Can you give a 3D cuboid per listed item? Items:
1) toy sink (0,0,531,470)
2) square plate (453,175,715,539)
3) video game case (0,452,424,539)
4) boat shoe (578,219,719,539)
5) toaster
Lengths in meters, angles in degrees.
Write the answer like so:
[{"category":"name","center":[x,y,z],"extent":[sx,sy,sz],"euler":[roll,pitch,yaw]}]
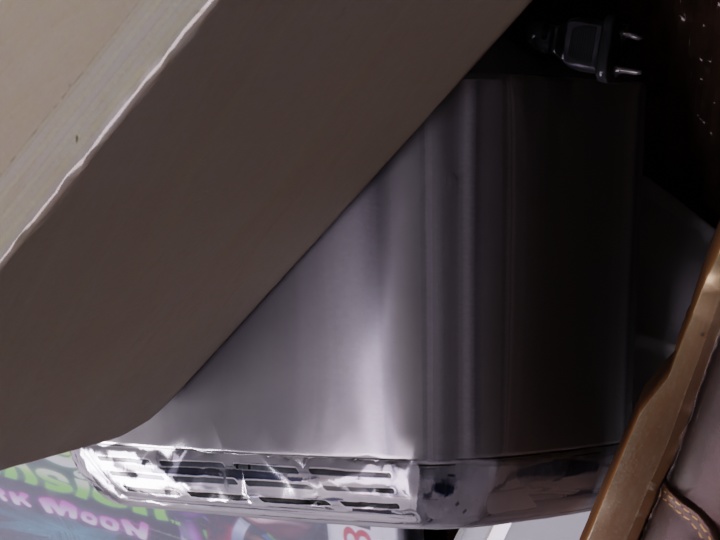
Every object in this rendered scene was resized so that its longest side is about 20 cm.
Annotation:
[{"category":"toy sink","center":[-0.067,-0.054,0.642],"extent":[0.112,0.130,0.200],"euler":[53,123,18]},{"category":"square plate","center":[0.095,0.107,0.757],"extent":[0.200,0.028,0.198],"euler":[41,120,34]},{"category":"video game case","center":[-0.073,0.071,0.948],"extent":[0.200,0.023,0.182],"euler":[15,139,18]},{"category":"boat shoe","center":[0.114,0.008,0.675],"extent":[0.070,0.070,0.200],"euler":[22,113,7]},{"category":"toaster","center":[0.000,0.000,0.750],"extent":[0.200,0.114,0.129],"euler":[0,92,39]}]
